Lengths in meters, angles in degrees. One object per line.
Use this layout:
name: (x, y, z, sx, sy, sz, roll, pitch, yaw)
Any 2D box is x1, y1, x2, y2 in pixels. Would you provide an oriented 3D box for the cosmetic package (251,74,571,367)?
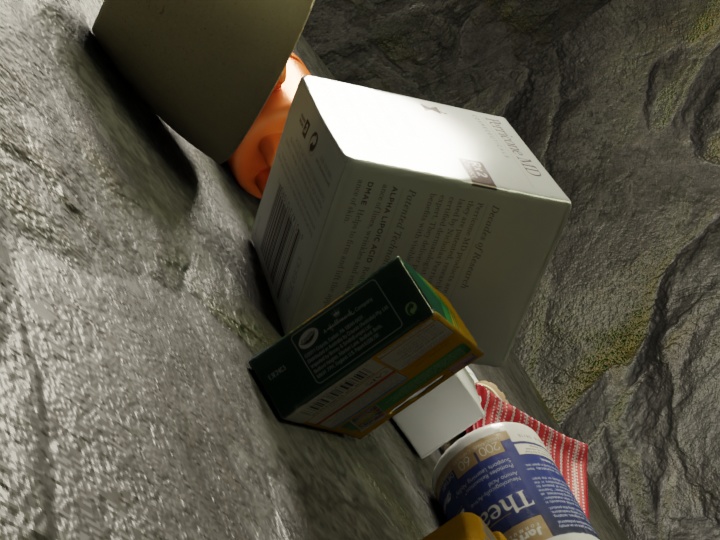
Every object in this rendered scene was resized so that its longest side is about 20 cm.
cosmetic package: (0.035, -0.040, 1.124, 0.199, 0.166, 0.165, 8, 29, -22)

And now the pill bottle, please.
pill bottle: (0.146, 0.238, 1.164, 0.111, 0.111, 0.200, 49, 9, -46)

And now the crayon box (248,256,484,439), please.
crayon box: (0.011, 0.062, 0.981, 0.052, 0.125, 0.200, 57, 6, 18)

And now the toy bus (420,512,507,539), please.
toy bus: (0.078, 0.229, 0.919, 0.078, 0.065, 0.200, 53, 8, -11)

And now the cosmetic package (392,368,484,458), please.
cosmetic package: (0.032, 0.068, 1.305, 0.201, 0.081, 0.113, 56, 7, -9)

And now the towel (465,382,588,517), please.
towel: (0.181, 0.217, 1.440, 0.199, 0.022, 0.145, 31, 49, -34)

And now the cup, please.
cup: (-0.135, -0.208, 1.104, 0.143, 0.201, 0.200, 25, 16, -15)

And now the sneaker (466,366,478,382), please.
sneaker: (0.147, 0.191, 1.631, 0.200, 0.073, 0.071, 47, 15, 4)

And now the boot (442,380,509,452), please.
boot: (0.144, 0.225, 1.464, 0.201, 0.075, 0.107, 62, 27, 7)

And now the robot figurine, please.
robot figurine: (-0.087, -0.149, 1.330, 0.144, 0.116, 0.200, 49, 10, -45)
